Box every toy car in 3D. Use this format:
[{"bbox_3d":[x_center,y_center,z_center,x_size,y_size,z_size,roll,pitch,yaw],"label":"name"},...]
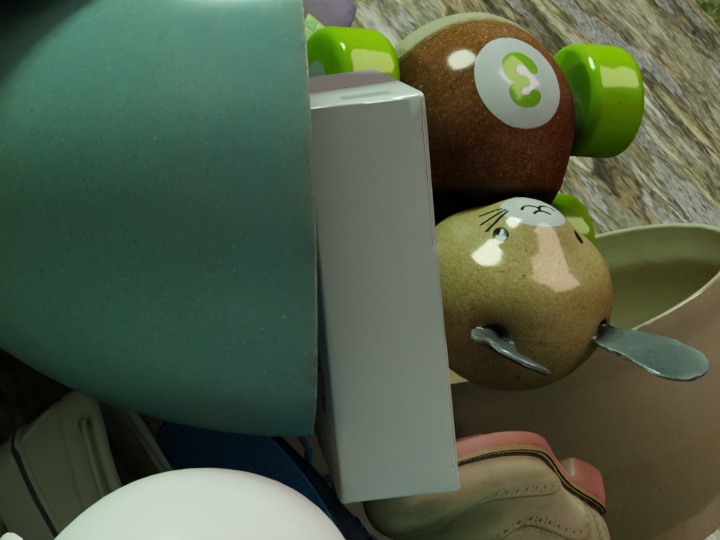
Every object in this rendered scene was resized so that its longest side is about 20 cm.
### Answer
[{"bbox_3d":[0.070,-0.011,1.267,0.164,0.158,0.200,2,30,-27],"label":"toy car"}]

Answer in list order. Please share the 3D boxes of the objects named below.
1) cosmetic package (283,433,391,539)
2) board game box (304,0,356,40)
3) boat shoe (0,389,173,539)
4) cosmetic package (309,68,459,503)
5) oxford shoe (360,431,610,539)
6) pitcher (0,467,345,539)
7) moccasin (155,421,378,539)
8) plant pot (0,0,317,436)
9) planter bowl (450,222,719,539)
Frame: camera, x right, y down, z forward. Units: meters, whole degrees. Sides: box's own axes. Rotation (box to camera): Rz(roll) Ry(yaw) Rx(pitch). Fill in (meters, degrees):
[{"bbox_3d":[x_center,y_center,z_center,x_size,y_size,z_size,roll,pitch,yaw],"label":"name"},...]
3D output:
[{"bbox_3d":[0.008,0.100,1.302,0.200,0.051,0.083,42,20,-13],"label":"cosmetic package"},{"bbox_3d":[-0.129,-0.141,1.333,0.200,0.165,0.057,37,56,-28],"label":"board game box"},{"bbox_3d":[-0.065,0.128,1.047,0.072,0.066,0.200,18,34,-58],"label":"boat shoe"},{"bbox_3d":[0.000,0.000,1.122,0.200,0.052,0.151,-126,-151,-82],"label":"cosmetic package"},{"bbox_3d":[0.063,0.117,1.200,0.200,0.070,0.075,18,54,-57],"label":"oxford shoe"},{"bbox_3d":[-0.092,0.132,0.909,0.171,0.121,0.200,35,31,4],"label":"pitcher"},{"bbox_3d":[-0.021,0.138,1.141,0.200,0.080,0.068,59,12,-6],"label":"moccasin"},{"bbox_3d":[-0.089,-0.035,1.030,0.200,0.134,0.201,177,-90,-86],"label":"plant pot"},{"bbox_3d":[0.117,0.076,1.417,0.200,0.200,0.135,-68,139,-71],"label":"planter bowl"}]
